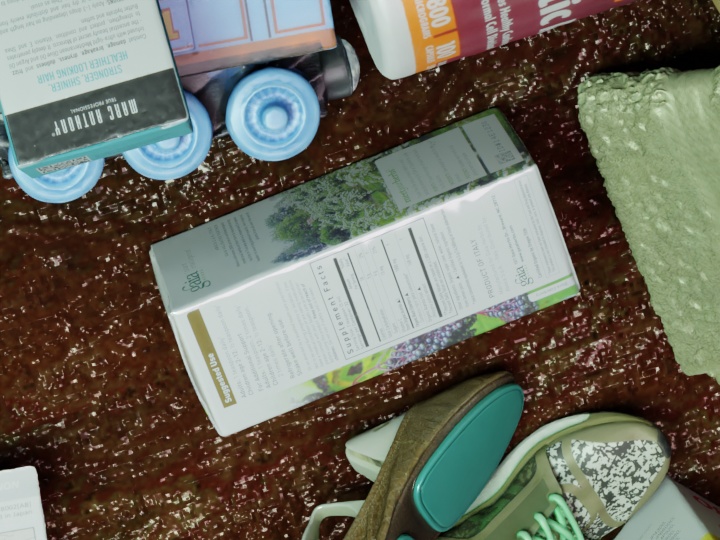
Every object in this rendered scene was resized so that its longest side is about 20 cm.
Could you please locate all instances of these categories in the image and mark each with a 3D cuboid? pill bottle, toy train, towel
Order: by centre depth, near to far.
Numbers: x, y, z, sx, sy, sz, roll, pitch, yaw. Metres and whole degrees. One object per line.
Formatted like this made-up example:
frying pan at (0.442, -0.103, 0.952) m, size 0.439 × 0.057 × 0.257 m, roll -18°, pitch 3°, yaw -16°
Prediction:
pill bottle at (0.088, -0.174, 1.335) m, size 0.199 × 0.114 × 0.115 m, roll -19°, pitch 117°, yaw -3°
toy train at (-0.102, -0.105, 1.345) m, size 0.199 × 0.087 × 0.115 m, roll -11°, pitch 107°, yaw -5°
towel at (0.200, -0.023, 1.432) m, size 0.148 × 0.037 × 0.201 m, roll -5°, pitch 123°, yaw 39°

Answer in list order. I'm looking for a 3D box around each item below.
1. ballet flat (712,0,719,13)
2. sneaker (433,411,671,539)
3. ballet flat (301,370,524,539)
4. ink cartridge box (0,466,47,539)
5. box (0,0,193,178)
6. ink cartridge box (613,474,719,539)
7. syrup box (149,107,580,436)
ballet flat at (0.223, -0.071, 1.454) m, size 0.063 × 0.069 × 0.201 m, roll -4°, pitch 116°, yaw 20°
sneaker at (0.086, 0.153, 1.500) m, size 0.199 × 0.089 × 0.077 m, roll -33°, pitch 117°, yaw 3°
ballet flat at (0.012, 0.129, 1.472) m, size 0.201 × 0.072 × 0.068 m, roll -61°, pitch 148°, yaw -19°
ink cartridge box at (-0.235, 0.193, 1.471) m, size 0.162 × 0.057 × 0.201 m, roll -9°, pitch 112°, yaw -8°
box at (-0.141, -0.150, 1.275) m, size 0.082 × 0.049 × 0.201 m, roll -15°, pitch 86°, yaw 0°
ink cartridge box at (0.221, 0.212, 1.498) m, size 0.145 × 0.200 × 0.084 m, roll 32°, pitch 101°, yaw -24°
syrup box at (0.000, 0.000, 1.416) m, size 0.199 × 0.079 × 0.082 m, roll -23°, pitch 118°, yaw -2°
